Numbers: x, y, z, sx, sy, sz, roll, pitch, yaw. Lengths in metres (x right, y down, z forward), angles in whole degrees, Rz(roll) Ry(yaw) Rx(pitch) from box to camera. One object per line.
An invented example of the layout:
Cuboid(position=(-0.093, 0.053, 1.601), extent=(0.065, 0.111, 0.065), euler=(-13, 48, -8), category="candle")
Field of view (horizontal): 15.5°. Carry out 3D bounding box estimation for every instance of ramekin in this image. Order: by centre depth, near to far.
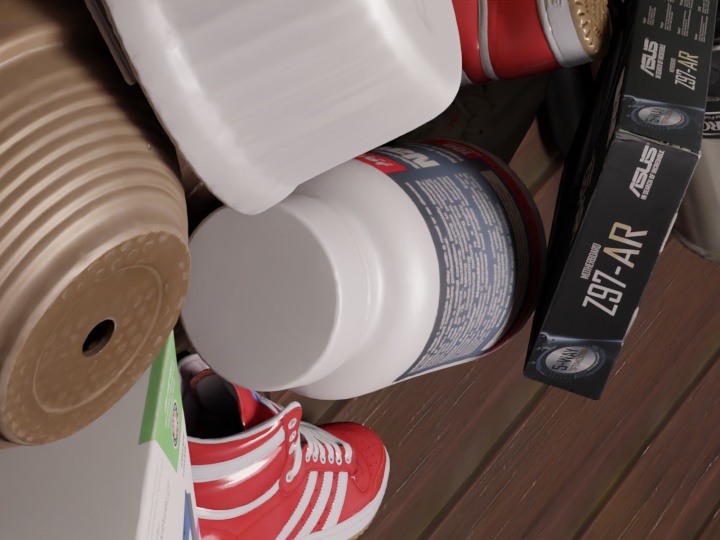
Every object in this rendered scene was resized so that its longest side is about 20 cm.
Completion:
Cuboid(position=(-0.035, -0.132, 1.040), extent=(0.200, 0.097, 0.201), euler=(-21, 90, -77), category="ramekin")

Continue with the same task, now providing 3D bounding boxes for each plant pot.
Cuboid(position=(-0.132, 0.002, 1.009), extent=(0.201, 0.093, 0.201), euler=(-40, 153, -25), category="plant pot")

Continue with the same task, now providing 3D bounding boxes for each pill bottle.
Cuboid(position=(0.000, 0.000, 1.298), extent=(0.200, 0.119, 0.120), euler=(-13, 117, -61), category="pill bottle")

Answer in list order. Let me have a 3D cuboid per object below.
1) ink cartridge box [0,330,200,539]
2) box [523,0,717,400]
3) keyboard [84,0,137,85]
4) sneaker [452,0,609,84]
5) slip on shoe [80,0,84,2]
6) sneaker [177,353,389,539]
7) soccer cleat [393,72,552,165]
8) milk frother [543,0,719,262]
Cuboid(position=(-0.117, 0.144, 1.139), extent=(0.146, 0.087, 0.201), euler=(-86, 175, -52), category="ink cartridge box")
Cuboid(position=(0.137, -0.055, 1.365), extent=(0.200, 0.043, 0.161), euler=(-74, -179, -53), category="box")
Cuboid(position=(-0.085, -0.122, 1.066), extent=(0.200, 0.011, 0.056), euler=(-68, 138, -71), category="keyboard")
Cuboid(position=(0.061, -0.186, 1.369), extent=(0.071, 0.112, 0.201), euler=(40, 40, -54), category="sneaker")
Cuboid(position=(-0.143, -0.135, 1.008), extent=(0.200, 0.060, 0.076), euler=(58, 13, -74), category="slip on shoe")
Cuboid(position=(-0.042, 0.087, 1.325), extent=(0.200, 0.071, 0.113), euler=(-27, 133, -53), category="sneaker")
Cuboid(position=(0.053, -0.076, 1.421), extent=(0.077, 0.069, 0.201), euler=(-7, 115, -59), category="soccer cleat")
Cuboid(position=(0.215, -0.146, 1.568), extent=(0.200, 0.180, 0.188), euler=(-51, 144, -25), category="milk frother")
